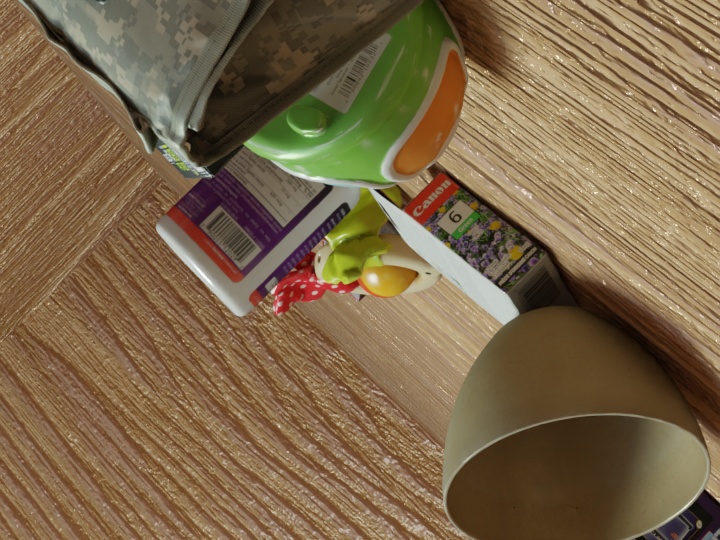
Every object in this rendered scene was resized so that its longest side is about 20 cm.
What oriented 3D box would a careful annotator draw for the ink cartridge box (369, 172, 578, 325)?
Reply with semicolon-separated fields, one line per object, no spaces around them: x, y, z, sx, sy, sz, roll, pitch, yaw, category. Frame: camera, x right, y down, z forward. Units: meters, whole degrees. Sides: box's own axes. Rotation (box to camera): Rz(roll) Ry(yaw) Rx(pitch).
0.090;-0.020;1.237;0.200;0.050;0.109;42;173;40;ink cartridge box

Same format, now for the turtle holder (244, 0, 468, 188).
-0.021;-0.115;0.901;0.184;0.143;0.131;-4;160;36;turtle holder

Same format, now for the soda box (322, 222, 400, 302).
0.001;-0.021;1.705;0.063;0.070;0.200;44;173;5;soda box

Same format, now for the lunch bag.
-0.059;-0.162;0.635;0.164;0.200;0.118;43;174;23;lunch bag

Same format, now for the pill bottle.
-0.070;-0.067;1.293;0.111;0.200;0.111;45;174;6;pill bottle

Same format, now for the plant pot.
0.155;0.108;1.142;0.201;0.198;0.136;52;-155;-47;plant pot

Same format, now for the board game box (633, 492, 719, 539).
0.243;0.273;1.394;0.165;0.200;0.057;44;172;17;board game box

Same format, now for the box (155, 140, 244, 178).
-0.079;-0.138;1.093;0.044;0.160;0.200;44;175;-11;box

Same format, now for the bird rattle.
0.000;0.000;1.487;0.161;0.114;0.200;10;152;-19;bird rattle
